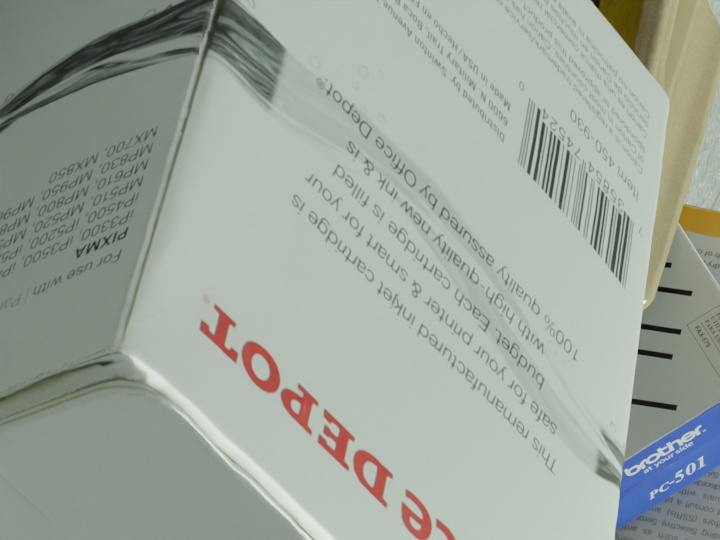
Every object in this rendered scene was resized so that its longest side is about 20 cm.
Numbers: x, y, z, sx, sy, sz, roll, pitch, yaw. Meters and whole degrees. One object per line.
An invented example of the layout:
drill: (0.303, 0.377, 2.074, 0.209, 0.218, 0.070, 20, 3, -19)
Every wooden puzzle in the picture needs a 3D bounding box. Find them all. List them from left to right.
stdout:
wooden puzzle: (0.103, -0.116, 0.930, 0.185, 0.037, 0.201, -67, 164, -50)

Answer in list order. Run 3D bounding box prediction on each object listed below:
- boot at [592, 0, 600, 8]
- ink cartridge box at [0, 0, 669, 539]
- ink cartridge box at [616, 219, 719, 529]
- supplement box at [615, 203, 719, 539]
boot: (0.034, -0.099, 0.893, 0.066, 0.175, 0.200, -49, 153, 10)
ink cartridge box: (-0.014, 0.000, 0.585, 0.147, 0.083, 0.201, 47, 38, -31)
ink cartridge box: (0.065, -0.007, 1.009, 0.200, 0.094, 0.044, 60, 5, 34)
supplement box: (0.118, 0.093, 1.051, 0.126, 0.073, 0.201, 78, 29, -58)
